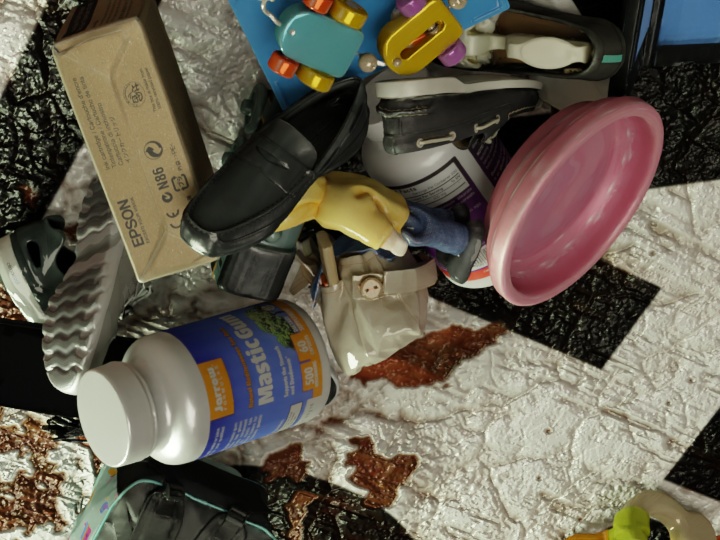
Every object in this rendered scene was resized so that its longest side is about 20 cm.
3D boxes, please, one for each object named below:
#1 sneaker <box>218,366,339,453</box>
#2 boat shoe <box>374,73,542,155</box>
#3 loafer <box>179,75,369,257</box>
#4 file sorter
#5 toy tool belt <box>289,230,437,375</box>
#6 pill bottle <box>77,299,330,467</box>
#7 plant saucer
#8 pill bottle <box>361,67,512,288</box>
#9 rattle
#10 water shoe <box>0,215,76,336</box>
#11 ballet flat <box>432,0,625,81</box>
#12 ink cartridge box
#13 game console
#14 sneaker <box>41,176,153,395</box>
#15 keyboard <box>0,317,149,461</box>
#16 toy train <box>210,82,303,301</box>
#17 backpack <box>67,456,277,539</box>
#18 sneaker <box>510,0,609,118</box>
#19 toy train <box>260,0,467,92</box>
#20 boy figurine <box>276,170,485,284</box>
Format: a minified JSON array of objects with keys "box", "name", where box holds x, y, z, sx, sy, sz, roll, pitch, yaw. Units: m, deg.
[{"box":[-0.108,0.122,1.530,0.198,0.114,0.076,10,120,-19],"name":"sneaker"},{"box":[0.083,-0.128,1.331,0.199,0.073,0.061,-12,103,-55],"name":"boat shoe"},{"box":[-0.064,-0.084,1.246,0.200,0.068,0.071,-42,159,-36],"name":"loafer"},{"box":[-0.007,-0.249,1.313,0.199,0.123,0.139,-25,125,3],"name":"file sorter"},{"box":[0.000,0.000,1.454,0.124,0.200,0.123,-31,101,8],"name":"toy tool belt"},{"box":[-0.132,0.098,1.382,0.199,0.112,0.113,-16,130,-38],"name":"pill bottle"},{"box":[0.172,-0.065,1.377,0.200,0.051,0.201,-35,148,-26],"name":"plant saucer"},{"box":[0.076,-0.085,1.444,0.112,0.113,0.200,-33,123,9],"name":"pill bottle"},{"box":[0.325,0.319,1.791,0.199,0.131,0.143,1,138,-46],"name":"rattle"},{"box":[-0.247,0.040,1.469,0.078,0.072,0.201,-28,124,8],"name":"water shoe"},{"box":[0.120,-0.194,1.355,0.198,0.068,0.069,8,107,24],"name":"ballet flat"},{"box":[-0.173,-0.113,1.307,0.075,0.165,0.201,-18,109,1],"name":"ink cartridge box"},{"box":[0.291,-0.248,1.395,0.115,0.176,0.201,12,122,12],"name":"game console"},{"box":[-0.209,0.016,1.407,0.074,0.202,0.082,-5,152,43],"name":"sneaker"},{"box":[-0.242,0.106,1.449,0.198,0.040,0.105,11,86,-7],"name":"keyboard"},{"box":[-0.077,-0.071,1.415,0.085,0.114,0.201,13,118,-21],"name":"toy train"},{"box":[-0.197,0.269,1.579,0.175,0.153,0.201,24,104,-23],"name":"backpack"},{"box":[0.157,-0.192,1.419,0.084,0.073,0.200,-31,125,4],"name":"sneaker"},{"box":[0.012,-0.218,1.235,0.198,0.056,0.151,-16,123,-7],"name":"toy train"},{"box":[0.002,-0.042,1.330,0.198,0.124,0.065,12,108,-23],"name":"boy figurine"}]
